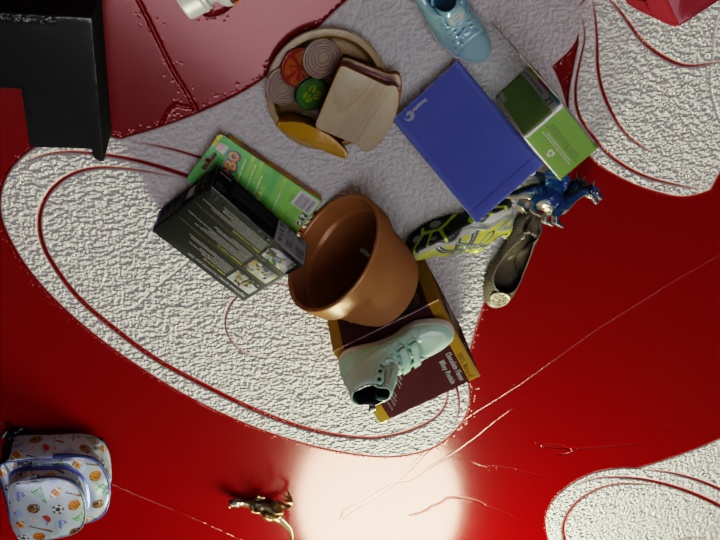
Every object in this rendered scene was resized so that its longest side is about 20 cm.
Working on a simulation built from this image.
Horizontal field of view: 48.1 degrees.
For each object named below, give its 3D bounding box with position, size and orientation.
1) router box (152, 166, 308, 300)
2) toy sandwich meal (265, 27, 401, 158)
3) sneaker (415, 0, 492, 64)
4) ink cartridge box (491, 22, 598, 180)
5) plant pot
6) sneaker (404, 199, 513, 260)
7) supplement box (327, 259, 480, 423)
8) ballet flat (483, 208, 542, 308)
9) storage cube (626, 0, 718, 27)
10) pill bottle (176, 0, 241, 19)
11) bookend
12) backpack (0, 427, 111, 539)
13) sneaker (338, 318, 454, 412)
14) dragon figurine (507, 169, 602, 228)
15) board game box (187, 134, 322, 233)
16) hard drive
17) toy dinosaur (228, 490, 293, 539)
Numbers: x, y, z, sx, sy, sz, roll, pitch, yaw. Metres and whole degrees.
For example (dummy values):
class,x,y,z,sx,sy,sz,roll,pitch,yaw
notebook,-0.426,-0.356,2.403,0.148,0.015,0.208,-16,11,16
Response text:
class,x,y,z,sx,sy,sz,roll,pitch,yaw
router box,-0.202,-0.052,1.265,0.148,0.052,0.200,-28,125,32
toy sandwich meal,-0.040,-0.251,1.179,0.201,0.071,0.208,-5,124,-8
sneaker,0.124,-0.357,1.134,0.074,0.082,0.199,-39,122,17
ink cartridge box,0.245,-0.251,1.189,0.076,0.149,0.199,-40,121,18
plant pot,0.000,0.000,1.285,0.200,0.202,0.139,-44,129,18
sneaker,0.168,-0.053,1.350,0.197,0.076,0.077,-21,123,5
supplement box,0.072,0.121,1.411,0.197,0.134,0.199,-26,124,8
ballet flat,0.269,-0.013,1.414,0.066,0.047,0.202,11,121,-17
storage cube,0.420,-0.460,1.060,0.169,0.201,0.181,-31,118,11
pill bottle,-0.152,-0.410,1.024,0.197,0.115,0.115,-26,125,7
bookend,-0.443,-0.260,1.080,0.195,0.093,0.203,0,125,-9
backpack,-0.547,0.385,1.463,0.187,0.155,0.203,-8,123,-18
sneaker,0.066,0.154,1.278,0.197,0.119,0.075,-21,124,3
dragon figurine,0.305,-0.134,1.322,0.197,0.059,0.101,21,90,-23
board game box,-0.165,-0.129,1.263,0.198,0.030,0.096,31,112,-30
hard drive,0.160,-0.192,1.211,0.131,0.025,0.201,-40,87,8
toy dinosaur,-0.180,0.503,1.674,0.199,0.061,0.106,38,131,-22
